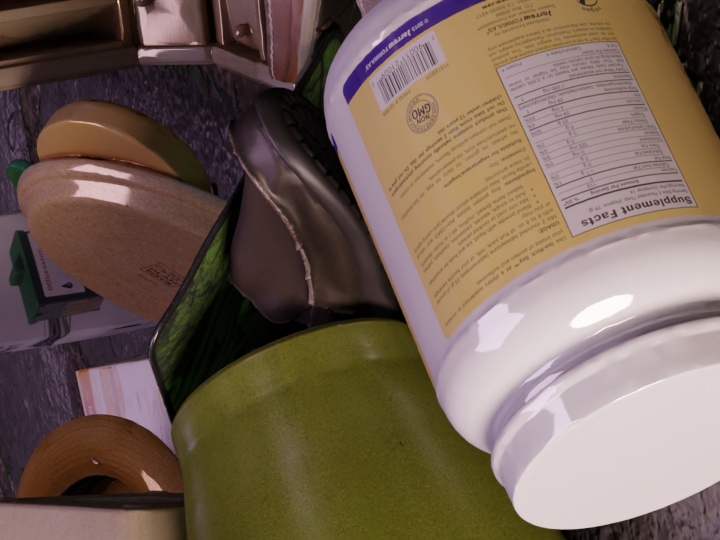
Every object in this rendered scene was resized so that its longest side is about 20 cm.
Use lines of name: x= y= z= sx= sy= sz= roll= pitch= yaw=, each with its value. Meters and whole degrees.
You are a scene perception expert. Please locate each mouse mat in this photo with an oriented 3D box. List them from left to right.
mouse mat: x=-0.046 y=-0.005 z=1.345 sx=0.008 sy=0.200 sz=0.161 roll=22 pitch=155 yaw=18

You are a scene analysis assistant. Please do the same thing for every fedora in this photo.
fedora: x=-0.119 y=0.172 z=1.554 sx=0.200 sy=0.082 sz=0.201 roll=13 pitch=109 yaw=45

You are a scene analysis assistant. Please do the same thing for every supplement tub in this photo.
supplement tub: x=0.081 y=-0.014 z=1.074 sx=0.146 sy=0.145 sz=0.200 roll=113 pitch=141 yaw=-54

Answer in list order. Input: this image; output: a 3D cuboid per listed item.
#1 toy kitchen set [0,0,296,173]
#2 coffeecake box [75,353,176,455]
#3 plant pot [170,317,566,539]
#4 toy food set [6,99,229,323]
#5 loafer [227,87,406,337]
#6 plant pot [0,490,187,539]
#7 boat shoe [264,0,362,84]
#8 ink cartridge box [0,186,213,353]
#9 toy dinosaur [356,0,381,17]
toy kitchen set: x=-0.108 y=-0.097 z=1.458 sx=0.200 sy=0.180 sz=0.164 roll=-154 pitch=55 yaw=-64
coffeecake box: x=-0.103 y=0.125 z=1.686 sx=0.200 sy=0.073 sz=0.154 roll=169 pitch=88 yaw=-68
plant pot: x=0.002 y=0.134 z=1.249 sx=0.193 sy=0.200 sz=0.200 roll=67 pitch=155 yaw=23
toy food set: x=-0.101 y=-0.017 z=1.491 sx=0.049 sy=0.200 sz=0.198 roll=-69 pitch=12 yaw=-21
loafer: x=-0.028 y=-0.007 z=1.255 sx=0.200 sy=0.071 sz=0.073 roll=65 pitch=-177 yaw=-54
plant pot: x=-0.107 y=0.202 z=1.364 sx=0.199 sy=0.200 sz=0.178 roll=-2 pitch=86 yaw=45
boat shoe: x=-0.031 y=-0.194 z=1.331 sx=0.074 sy=0.076 sz=0.201 roll=11 pitch=106 yaw=21
ink cartridge box: x=-0.201 y=0.005 z=1.703 sx=0.146 sy=0.200 sz=0.085 roll=165 pitch=95 yaw=-69
toy dinosaur: x=0.035 y=-0.156 z=1.202 sx=0.200 sy=0.135 sz=0.086 roll=-67 pitch=20 yaw=1
